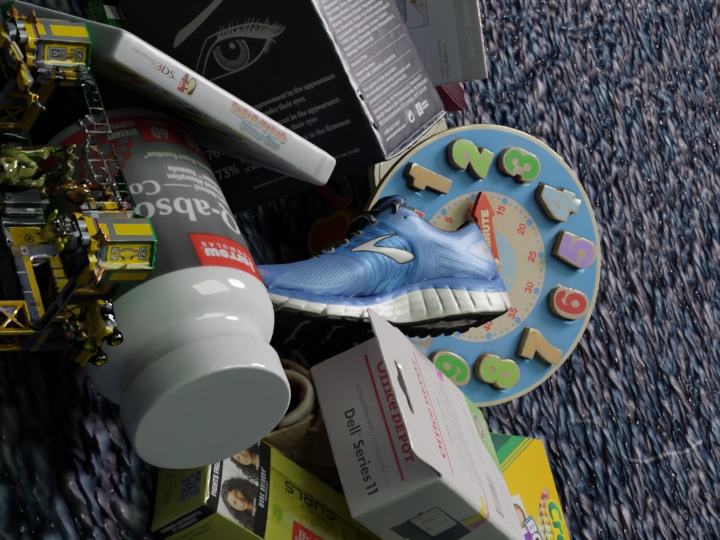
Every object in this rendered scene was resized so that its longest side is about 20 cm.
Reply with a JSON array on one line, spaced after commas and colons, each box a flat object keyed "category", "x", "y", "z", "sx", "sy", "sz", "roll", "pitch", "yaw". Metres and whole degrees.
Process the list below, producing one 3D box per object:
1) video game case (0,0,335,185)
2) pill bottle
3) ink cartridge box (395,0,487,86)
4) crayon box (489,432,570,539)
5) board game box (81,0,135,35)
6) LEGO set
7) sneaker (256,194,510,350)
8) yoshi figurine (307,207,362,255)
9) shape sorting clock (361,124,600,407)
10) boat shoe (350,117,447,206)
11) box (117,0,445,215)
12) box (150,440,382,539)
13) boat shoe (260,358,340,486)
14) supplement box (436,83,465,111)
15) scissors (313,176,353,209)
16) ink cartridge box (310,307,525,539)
[{"category": "video game case", "x": -0.138, "y": -0.116, "z": 1.144, "sx": 0.182, "sy": 0.200, "sz": 0.023, "roll": 29, "pitch": 85, "yaw": -42}, {"category": "pill bottle", "x": -0.118, "y": 0.010, "z": 1.080, "sx": 0.116, "sy": 0.116, "sz": 0.200, "roll": 21, "pitch": 34, "yaw": -48}, {"category": "ink cartridge box", "x": 0.005, "y": -0.223, "z": 1.347, "sx": 0.045, "sy": 0.176, "sz": 0.200, "roll": -8, "pitch": 92, "yaw": -68}, {"category": "crayon box", "x": 0.106, "y": 0.221, "z": 1.348, "sx": 0.119, "sy": 0.058, "sz": 0.200, "roll": 12, "pitch": 57, "yaw": -51}, {"category": "board game box", "x": -0.129, "y": -0.185, "z": 1.346, "sx": 0.200, "sy": 0.023, "sz": 0.105, "roll": -4, "pitch": 73, "yaw": -56}, {"category": "LEGO set", "x": -0.206, "y": -0.042, "z": 0.998, "sx": 0.116, "sy": 0.154, "sz": 0.200, "roll": -1, "pitch": 66, "yaw": -36}, {"category": "sneaker", "x": 0.000, "y": 0.000, "z": 1.210, "sx": 0.200, "sy": 0.079, "sz": 0.089, "roll": -3, "pitch": 74, "yaw": -29}, {"category": "yoshi figurine", "x": 0.048, "y": 0.015, "z": 1.410, "sx": 0.200, "sy": 0.112, "sz": 0.112, "roll": 10, "pitch": 101, "yaw": -38}, {"category": "shape sorting clock", "x": 0.085, "y": -0.003, "z": 1.294, "sx": 0.200, "sy": 0.039, "sz": 0.200, "roll": -2, "pitch": 94, "yaw": -22}, {"category": "boat shoe", "x": 0.021, "y": -0.077, "z": 1.408, "sx": 0.200, "sy": 0.068, "sz": 0.072, "roll": -40, "pitch": 125, "yaw": -72}, {"category": "box", "x": -0.058, "y": -0.159, "z": 1.270, "sx": 0.104, "sy": 0.148, "sz": 0.200, "roll": -42, "pitch": 111, "yaw": -54}, {"category": "box", "x": -0.045, "y": 0.171, "z": 1.174, "sx": 0.200, "sy": 0.050, "sz": 0.075, "roll": 39, "pitch": 37, "yaw": -34}, {"category": "boat shoe", "x": -0.058, "y": 0.092, "z": 1.195, "sx": 0.200, "sy": 0.069, "sz": 0.074, "roll": 26, "pitch": 47, "yaw": -45}, {"category": "supplement box", "x": 0.017, "y": -0.224, "z": 1.438, "sx": 0.086, "sy": 0.110, "sz": 0.200, "roll": 34, "pitch": 53, "yaw": -72}, {"category": "scissors", "x": -0.070, "y": -0.101, "z": 1.380, "sx": 0.200, "sy": 0.014, "sz": 0.073, "roll": 23, "pitch": 52, "yaw": -45}, {"category": "ink cartridge box", "x": 0.032, "y": 0.118, "z": 1.199, "sx": 0.200, "sy": 0.067, "sz": 0.117, "roll": 46, "pitch": 22, "yaw": -54}]
